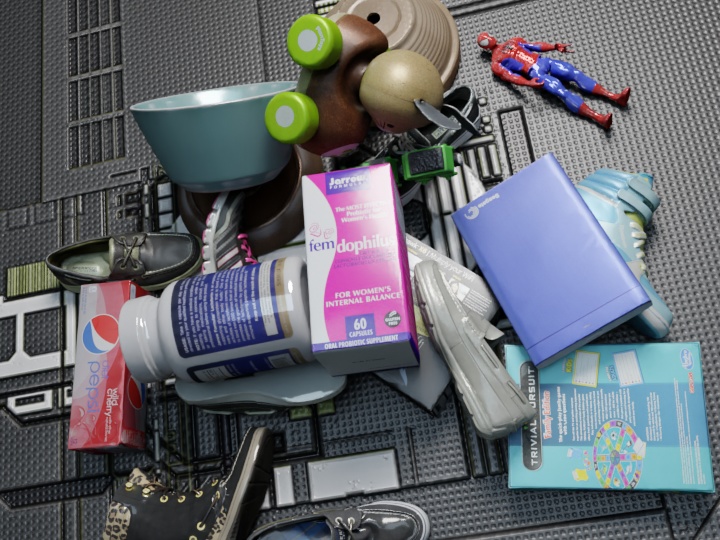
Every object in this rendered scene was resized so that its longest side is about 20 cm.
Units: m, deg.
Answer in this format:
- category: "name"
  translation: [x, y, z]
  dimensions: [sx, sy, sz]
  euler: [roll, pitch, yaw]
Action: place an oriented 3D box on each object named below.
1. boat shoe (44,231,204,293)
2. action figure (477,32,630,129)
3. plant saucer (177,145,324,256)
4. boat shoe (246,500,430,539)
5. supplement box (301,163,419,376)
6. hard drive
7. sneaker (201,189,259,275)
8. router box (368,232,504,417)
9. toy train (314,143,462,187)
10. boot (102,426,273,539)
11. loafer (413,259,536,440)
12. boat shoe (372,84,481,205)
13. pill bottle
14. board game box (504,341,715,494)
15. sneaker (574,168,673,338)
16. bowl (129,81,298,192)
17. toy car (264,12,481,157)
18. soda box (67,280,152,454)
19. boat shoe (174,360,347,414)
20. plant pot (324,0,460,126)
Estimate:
- category: "boat shoe"
  translation: [-0.298, -0.013, 1.004]
  dimensions: [0.201, 0.066, 0.072]
  euler: [-8, 72, 11]
- category: "action figure"
  translation: [0.228, -0.244, 0.981]
  dimensions: [0.200, 0.052, 0.065]
  euler: [32, 85, 22]
- category: "plant saucer"
  translation: [-0.146, -0.115, 1.026]
  dimensions: [0.200, 0.032, 0.201]
  euler: [-3, 72, 11]
- category: "boat shoe"
  translation: [-0.028, 0.283, 0.848]
  dimensions: [0.200, 0.066, 0.070]
  euler: [-7, 71, 10]
- category: "supplement box"
  translation: [0.000, 0.000, 0.861]
  dimensions: [0.101, 0.103, 0.200]
  euler: [-9, 67, 7]
- category: "hard drive"
  translation: [0.197, -0.014, 0.854]
  dimensions: [0.132, 0.025, 0.200]
  euler: [-32, 61, 12]
- category: "sneaker"
  translation: [-0.142, 0.000, 0.955]
  dimensions: [0.087, 0.074, 0.200]
  euler: [5, 90, 2]
- category: "router box"
  translation: [0.045, 0.046, 0.919]
  dimensions: [0.200, 0.052, 0.157]
  euler: [33, 81, 20]
- category: "toy train"
  translation: [0.019, -0.110, 0.923]
  dimensions: [0.200, 0.056, 0.042]
  euler: [-9, 89, 27]
- category: "boot"
  translation: [-0.191, 0.254, 0.893]
  dimensions: [0.150, 0.073, 0.200]
  euler: [15, 81, 16]
- category: "loafer"
  translation: [0.115, 0.076, 0.834]
  dimensions: [0.070, 0.070, 0.200]
  euler: [-24, 78, -4]
- category: "boat shoe"
  translation: [0.066, -0.147, 0.970]
  dimensions: [0.199, 0.068, 0.074]
  euler: [-38, 68, -2]
- category: "pill bottle"
  translation: [-0.148, 0.058, 0.864]
  dimensions: [0.200, 0.116, 0.116]
  euler: [-11, 70, 7]
- category: "board game box"
  translation: [0.255, 0.155, 0.841]
  dimensions: [0.200, 0.047, 0.151]
  euler: [-2, 72, 12]
- category: "sneaker"
  translation: [0.299, -0.033, 0.878]
  dimensions: [0.131, 0.080, 0.200]
  euler: [-38, 69, -1]
- category: "bowl"
  translation: [-0.159, -0.156, 0.941]
  dimensions: [0.200, 0.201, 0.105]
  euler: [-4, 109, 11]
- category: "toy car"
  translation: [0.030, -0.178, 0.869]
  dimensions: [0.200, 0.164, 0.158]
  euler: [25, 107, 19]
- category: "soda box"
  translation: [-0.299, 0.117, 0.963]
  dimensions: [0.070, 0.063, 0.200]
  euler: [-6, 70, 10]
- category: "boat shoe"
  translation: [-0.109, 0.129, 0.919]
  dimensions: [0.200, 0.064, 0.071]
  euler: [-3, 59, 12]
- category: "plant pot"
  translation: [0.024, -0.294, 1.016]
  dimensions: [0.200, 0.093, 0.201]
  euler: [-4, 70, 11]
